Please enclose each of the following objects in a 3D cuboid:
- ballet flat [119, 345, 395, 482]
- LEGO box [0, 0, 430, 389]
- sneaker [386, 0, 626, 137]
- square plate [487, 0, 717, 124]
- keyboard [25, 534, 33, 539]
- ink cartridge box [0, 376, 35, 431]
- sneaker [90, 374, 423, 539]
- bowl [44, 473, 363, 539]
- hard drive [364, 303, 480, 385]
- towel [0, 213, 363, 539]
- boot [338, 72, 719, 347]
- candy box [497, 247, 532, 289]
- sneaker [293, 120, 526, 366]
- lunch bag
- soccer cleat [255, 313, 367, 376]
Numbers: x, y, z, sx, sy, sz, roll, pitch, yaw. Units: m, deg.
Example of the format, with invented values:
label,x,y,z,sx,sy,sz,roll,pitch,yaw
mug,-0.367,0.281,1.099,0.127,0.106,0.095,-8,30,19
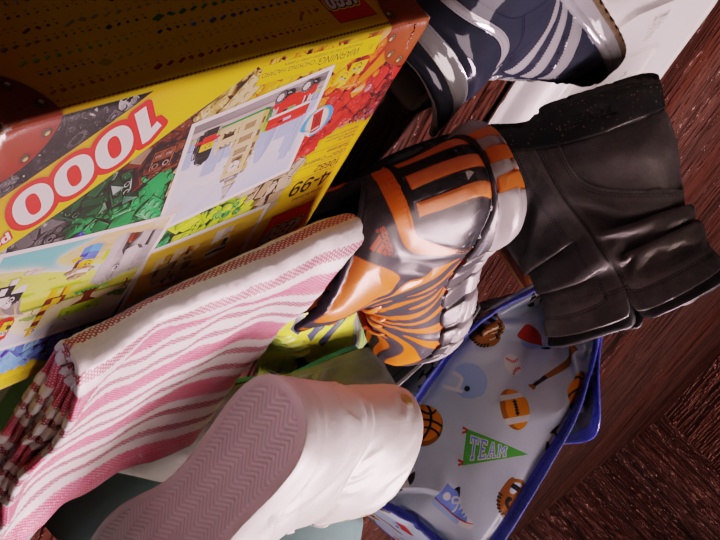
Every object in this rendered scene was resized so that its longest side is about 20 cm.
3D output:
label,x,y,z,sx,sy,sz,roll,pitch,yaw
ballet flat,-0.045,0.088,0.794,0.200,0.064,0.067,-14,151,-48
LEGO box,-0.091,-0.044,0.520,0.200,0.077,0.149,-25,156,-46
sneaker,0.063,-0.111,0.719,0.109,0.070,0.200,-46,159,5
square plate,0.160,-0.132,0.964,0.200,0.028,0.198,-27,158,-43
keyboard,-0.148,0.100,0.712,0.200,0.011,0.056,-49,163,29
ink cartridge box,-0.146,0.038,0.657,0.146,0.048,0.200,-51,164,30
sneaker,-0.051,0.126,0.725,0.116,0.074,0.200,5,138,-50
bowl,-0.078,0.149,0.883,0.105,0.201,0.201,-62,164,-3
hard drive,0.009,0.062,0.997,0.140,0.033,0.200,-42,-179,-4
towel,-0.088,0.054,0.611,0.146,0.030,0.200,-29,167,-39
boot,0.087,-0.017,0.787,0.200,0.132,0.070,-15,-174,30
candy box,0.156,-0.016,1.009,0.056,0.117,0.200,-31,174,-15
sneaker,0.000,0.000,0.716,0.112,0.078,0.200,-19,156,-20
lunch bag,0.080,0.096,0.998,0.200,0.124,0.170,-56,-176,-13
soccer cleat,-0.039,0.030,0.835,0.084,0.065,0.200,-55,164,4
